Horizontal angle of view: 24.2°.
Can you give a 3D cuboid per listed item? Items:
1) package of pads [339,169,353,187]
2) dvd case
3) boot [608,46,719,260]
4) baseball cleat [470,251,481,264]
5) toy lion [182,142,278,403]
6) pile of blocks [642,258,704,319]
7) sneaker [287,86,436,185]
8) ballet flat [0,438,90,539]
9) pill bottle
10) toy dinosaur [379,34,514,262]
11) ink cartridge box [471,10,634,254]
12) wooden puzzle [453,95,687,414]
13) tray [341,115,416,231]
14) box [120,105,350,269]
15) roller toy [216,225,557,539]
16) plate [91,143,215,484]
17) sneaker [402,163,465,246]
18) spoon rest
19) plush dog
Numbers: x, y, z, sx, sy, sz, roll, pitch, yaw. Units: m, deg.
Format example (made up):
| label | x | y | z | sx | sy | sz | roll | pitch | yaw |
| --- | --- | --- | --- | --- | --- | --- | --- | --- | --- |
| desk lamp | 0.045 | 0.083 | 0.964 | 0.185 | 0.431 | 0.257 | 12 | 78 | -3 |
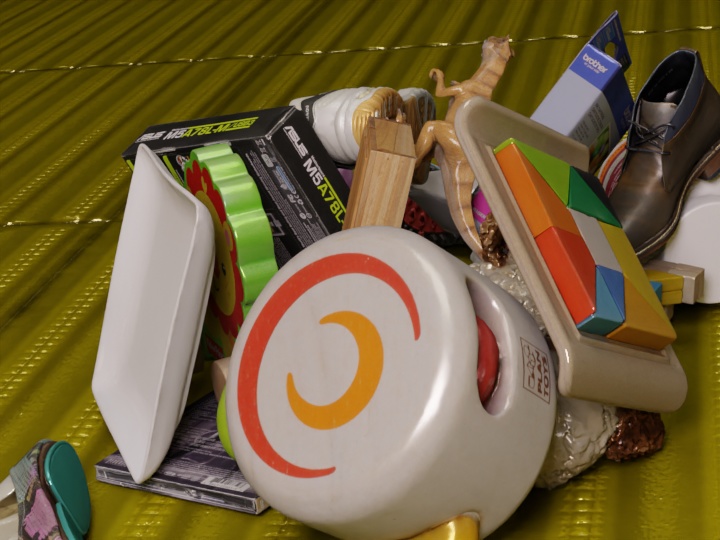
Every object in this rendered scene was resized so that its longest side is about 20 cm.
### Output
| label | x | y | z | sx | sy | sz | roll | pitch | yaw |
| --- | --- | --- | --- | --- | --- | --- | --- | --- | --- |
| package of pads | -0.100 | -0.031 | 1.501 | 0.198 | 0.122 | 0.076 | -15 | 21 | -23 |
| dvd case | -0.075 | 0.118 | 1.226 | 0.147 | 0.016 | 0.200 | 6 | 23 | 34 |
| boot | 0.220 | -0.086 | 1.320 | 0.074 | 0.097 | 0.200 | 13 | 49 | 44 |
| baseball cleat | 0.174 | -0.002 | 1.442 | 0.106 | 0.070 | 0.199 | 36 | 31 | 25 |
| toy lion | -0.101 | 0.000 | 1.248 | 0.068 | 0.194 | 0.200 | -14 | 16 | -18 |
| pile of blocks | 0.174 | 0.038 | 1.300 | 0.197 | 0.063 | 0.082 | -4 | 23 | -8 |
| sneaker | 0.003 | -0.113 | 1.337 | 0.087 | 0.077 | 0.200 | 4 | -4 | 19 |
| ballet flat | -0.206 | 0.167 | 1.067 | 0.071 | 0.070 | 0.200 | -28 | 22 | -4 |
| pill bottle | 0.274 | -0.045 | 1.436 | 0.112 | 0.114 | 0.200 | -7 | 18 | -2 |
| toy dinosaur | 0.070 | -0.089 | 1.238 | 0.105 | 0.202 | 0.060 | 3 | -15 | 19 |
| ink cartridge box | 0.157 | -0.095 | 1.309 | 0.042 | 0.201 | 0.119 | 34 | -3 | 21 |
| wooden puzzle | 0.145 | -0.010 | 1.094 | 0.037 | 0.202 | 0.184 | -29 | -23 | 26 |
| tray | 0.000 | 0.000 | 1.202 | 0.037 | 0.202 | 0.099 | 10 | 18 | -4 |
| box | -0.072 | -0.031 | 1.326 | 0.192 | 0.201 | 0.048 | -1 | 39 | 50 |
| roller toy | 0.024 | 0.079 | 1.029 | 0.200 | 0.183 | 0.139 | 36 | 4 | 43 |
| plate | -0.147 | 0.027 | 1.210 | 0.032 | 0.202 | 0.200 | 9 | 13 | -21 |
| sneaker | 0.116 | -0.053 | 1.604 | 0.199 | 0.080 | 0.095 | 17 | 11 | 43 |
| spoon rest | 0.059 | -0.055 | 1.427 | 0.199 | 0.061 | 0.099 | -18 | 34 | -36 |
| plush dog | 0.115 | 0.071 | 1.145 | 0.198 | 0.162 | 0.173 | -11 | 46 | -8 |
